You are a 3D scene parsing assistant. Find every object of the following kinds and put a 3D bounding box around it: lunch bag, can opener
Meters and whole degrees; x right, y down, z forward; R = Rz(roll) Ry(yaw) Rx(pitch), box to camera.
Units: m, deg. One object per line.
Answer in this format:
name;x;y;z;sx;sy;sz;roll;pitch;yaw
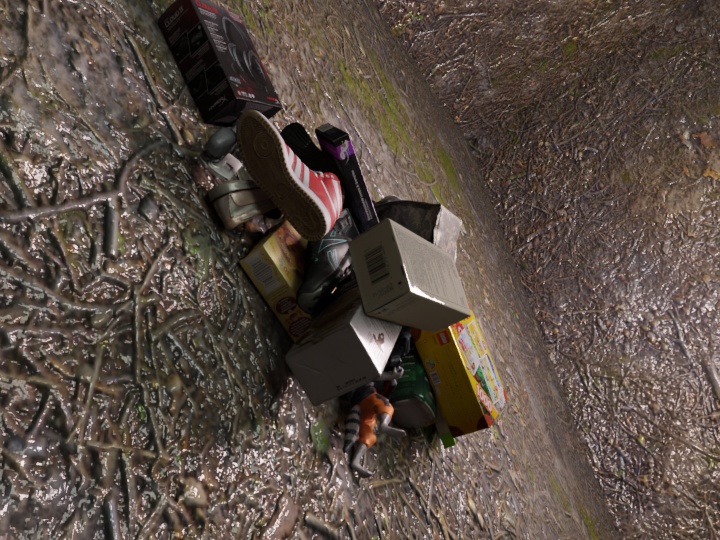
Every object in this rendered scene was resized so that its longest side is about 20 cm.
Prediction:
lunch bag;0.098;-0.086;1.103;0.163;0.193;0.123;15;84;-62
can opener;-0.190;-0.189;0.794;0.052;0.067;0.202;38;21;-15

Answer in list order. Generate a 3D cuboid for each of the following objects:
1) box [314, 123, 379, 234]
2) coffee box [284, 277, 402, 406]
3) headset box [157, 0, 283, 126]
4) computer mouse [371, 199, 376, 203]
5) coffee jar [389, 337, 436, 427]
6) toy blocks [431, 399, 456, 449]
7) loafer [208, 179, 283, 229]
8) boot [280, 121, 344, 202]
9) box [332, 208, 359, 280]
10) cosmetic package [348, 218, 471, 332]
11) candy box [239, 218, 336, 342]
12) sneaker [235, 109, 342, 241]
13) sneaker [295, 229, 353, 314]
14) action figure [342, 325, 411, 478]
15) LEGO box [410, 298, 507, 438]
box;-0.020;-0.156;0.955;0.143;0.035;0.206;-130;-161;-62
coffee box;-0.008;0.078;0.722;0.081;0.112;0.201;57;26;-11
headset box;-0.231;-0.349;0.871;0.206;0.075;0.148;65;24;1
computer mouse;-0.029;-0.154;1.101;0.111;0.043;0.199;54;30;0
coffee jar;0.093;0.175;0.976;0.105;0.082;0.205;56;27;-42
toy blocks;0.170;0.253;1.095;0.207;0.097;0.136;71;13;16
loafer;-0.147;-0.101;0.804;0.198;0.070;0.065;-17;88;-57
boot;-0.072;-0.171;0.969;0.204;0.066;0.131;60;2;22
box;0.000;0.000;0.956;0.205;0.048;0.158;64;-2;2
cosmetic package;0.073;0.015;0.721;0.198;0.072;0.107;23;46;-54
candy box;-0.089;0.033;0.798;0.204;0.054;0.116;58;25;-15
sneaker;-0.099;-0.146;0.774;0.203;0.070;0.113;57;25;-7
sneaker;-0.059;-0.004;0.768;0.078;0.076;0.200;37;27;0
action figure;0.014;0.171;0.787;0.100;0.205;0.197;4;41;-15
LEGO box;0.183;0.173;0.957;0.148;0.075;0.206;-15;82;-61
